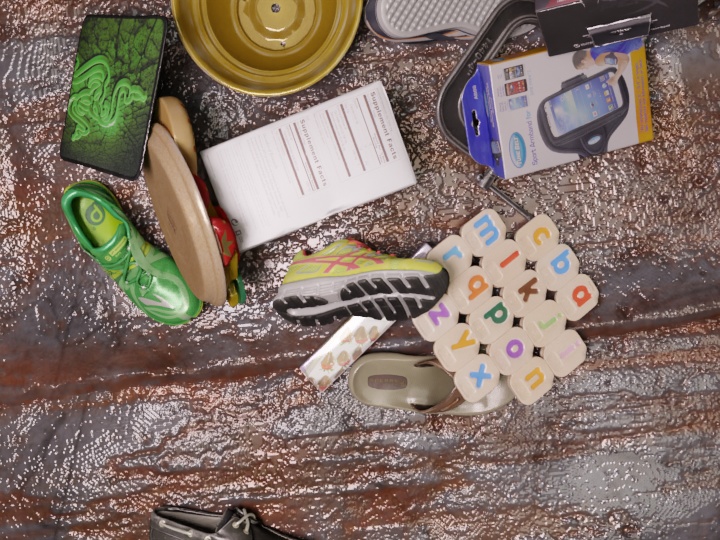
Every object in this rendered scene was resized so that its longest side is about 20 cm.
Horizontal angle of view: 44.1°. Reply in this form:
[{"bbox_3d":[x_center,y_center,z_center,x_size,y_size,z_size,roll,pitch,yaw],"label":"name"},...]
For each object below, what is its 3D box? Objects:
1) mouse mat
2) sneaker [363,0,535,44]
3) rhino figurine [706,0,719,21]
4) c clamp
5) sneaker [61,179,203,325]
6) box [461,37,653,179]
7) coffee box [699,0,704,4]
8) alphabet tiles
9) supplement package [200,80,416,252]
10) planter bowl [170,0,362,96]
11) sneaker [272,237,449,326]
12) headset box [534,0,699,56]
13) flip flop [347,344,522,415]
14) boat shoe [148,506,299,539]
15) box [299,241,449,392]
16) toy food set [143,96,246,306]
[{"bbox_3d":[-0.261,-0.184,0.924,0.007,0.199,0.164,7,97,-41],"label":"mouse mat"},{"bbox_3d":[0.096,-0.282,0.941,0.197,0.079,0.080,-7,104,-22],"label":"sneaker"},{"bbox_3d":[0.429,-0.310,0.927,0.196,0.060,0.089,-11,92,5],"label":"rhino figurine"},{"bbox_3d":[0.167,-0.180,0.952,0.169,0.027,0.202,27,98,-20],"label":"c clamp"},{"bbox_3d":[-0.257,-0.013,0.973,0.074,0.084,0.200,-45,93,5],"label":"sneaker"},{"bbox_3d":[0.205,-0.173,0.927,0.197,0.041,0.121,-17,109,-11],"label":"box"},{"bbox_3d":[0.360,-0.356,0.905,0.199,0.044,0.124,-39,58,5],"label":"coffee box"},{"bbox_3d":[0.159,0.040,0.967,0.195,0.015,0.201,-37,95,-11],"label":"alphabet tiles"},{"bbox_3d":[-0.050,-0.108,0.940,0.197,0.114,0.111,-21,95,3],"label":"supplement package"},{"bbox_3d":[-0.094,-0.283,0.940,0.196,0.083,0.204,0,96,2],"label":"planter bowl"},{"bbox_3d":[0.000,0.000,0.945,0.197,0.079,0.091,-4,53,22],"label":"sneaker"},{"bbox_3d":[0.243,-0.307,0.865,0.146,0.075,0.203,-9,64,20],"label":"headset box"},{"bbox_3d":[0.084,0.124,0.984,0.196,0.058,0.083,1,96,1],"label":"flip flop"},{"bbox_3d":[-0.145,0.305,1.007,0.196,0.071,0.065,4,97,4],"label":"boat shoe"},{"bbox_3d":[0.015,0.051,0.990,0.200,0.041,0.039,-45,93,7],"label":"box"},{"bbox_3d":[-0.172,-0.059,0.907,0.048,0.199,0.201,-22,64,-20],"label":"toy food set"}]
